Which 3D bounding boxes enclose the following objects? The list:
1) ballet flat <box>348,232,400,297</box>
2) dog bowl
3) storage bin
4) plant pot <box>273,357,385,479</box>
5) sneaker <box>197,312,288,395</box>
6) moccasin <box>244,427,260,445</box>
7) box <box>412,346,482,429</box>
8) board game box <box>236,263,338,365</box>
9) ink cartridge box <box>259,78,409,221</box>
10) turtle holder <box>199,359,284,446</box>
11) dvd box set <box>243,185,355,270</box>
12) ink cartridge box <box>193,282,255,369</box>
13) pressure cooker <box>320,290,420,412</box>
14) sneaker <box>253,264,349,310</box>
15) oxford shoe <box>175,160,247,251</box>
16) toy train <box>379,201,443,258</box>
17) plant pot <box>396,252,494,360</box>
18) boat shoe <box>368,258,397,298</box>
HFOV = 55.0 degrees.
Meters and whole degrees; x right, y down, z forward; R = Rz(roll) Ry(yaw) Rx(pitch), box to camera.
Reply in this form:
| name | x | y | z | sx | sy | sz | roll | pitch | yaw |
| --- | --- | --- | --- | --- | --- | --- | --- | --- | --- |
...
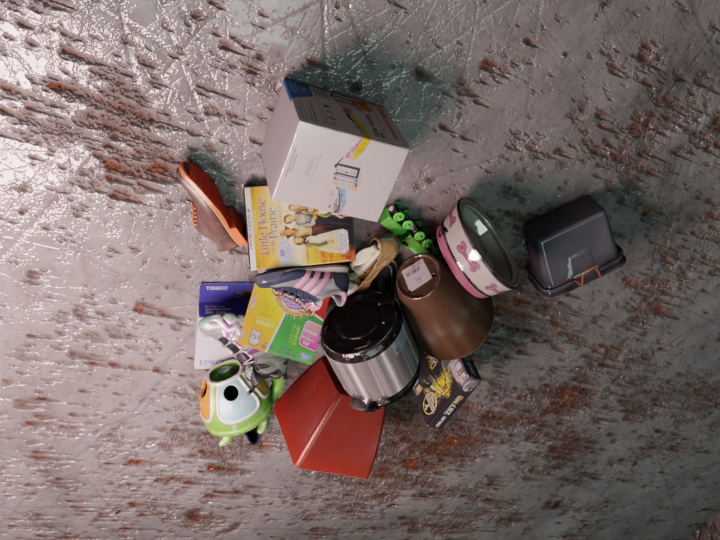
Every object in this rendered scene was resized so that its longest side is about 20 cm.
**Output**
| name | x | y | z | sx | sy | sz | roll | pitch | yaw |
| --- | --- | --- | --- | --- | --- | --- | --- | --- | --- |
| ballet flat | 0.000 | 0.000 | 1.361 | 0.071 | 0.069 | 0.200 | 4 | 140 | -43 |
| dog bowl | 0.224 | -0.037 | 1.344 | 0.073 | 0.203 | 0.199 | -34 | 132 | 25 |
| storage bin | 0.442 | -0.052 | 1.450 | 0.196 | 0.147 | 0.136 | -25 | 122 | 3 |
| plant pot | -0.053 | 0.316 | 1.548 | 0.196 | 0.201 | 0.179 | 19 | 109 | -31 |
| sneaker | -0.221 | 0.167 | 1.326 | 0.195 | 0.144 | 0.077 | 14 | 153 | -25 |
| moccasin | -0.246 | 0.310 | 1.545 | 0.078 | 0.069 | 0.203 | -18 | 130 | -3 |
| box | 0.173 | 0.218 | 1.527 | 0.048 | 0.202 | 0.162 | 19 | 122 | -31 |
| board game box | -0.136 | 0.061 | 1.321 | 0.150 | 0.040 | 0.205 | 20 | 82 | -32 |
| ink cartridge box | -0.046 | -0.197 | 1.144 | 0.195 | 0.149 | 0.147 | 9 | 125 | -26 |
| turtle holder | -0.240 | 0.254 | 1.406 | 0.180 | 0.142 | 0.135 | -9 | 119 | 8 |
| dvd box set | -0.109 | -0.083 | 1.247 | 0.194 | 0.029 | 0.151 | -5 | 95 | -15 |
| ink cartridge box | -0.237 | 0.115 | 1.407 | 0.194 | 0.041 | 0.204 | -1 | 128 | -19 |
| pressure cooker | 0.026 | 0.168 | 1.358 | 0.173 | 0.180 | 0.202 | -28 | 128 | -2 |
| sneaker | -0.103 | 0.034 | 1.275 | 0.196 | 0.070 | 0.085 | -3 | 90 | -32 |
| oxford shoe | -0.269 | -0.102 | 1.199 | 0.071 | 0.072 | 0.201 | -24 | 133 | 9 |
| toy train | 0.108 | -0.066 | 1.381 | 0.056 | 0.042 | 0.199 | -32 | 132 | 22 |
| plant pot | 0.148 | 0.053 | 1.366 | 0.185 | 0.189 | 0.200 | -33 | 143 | 10 |
| boat shoe | 0.038 | 0.056 | 1.435 | 0.072 | 0.069 | 0.203 | 3 | 127 | -21 |
